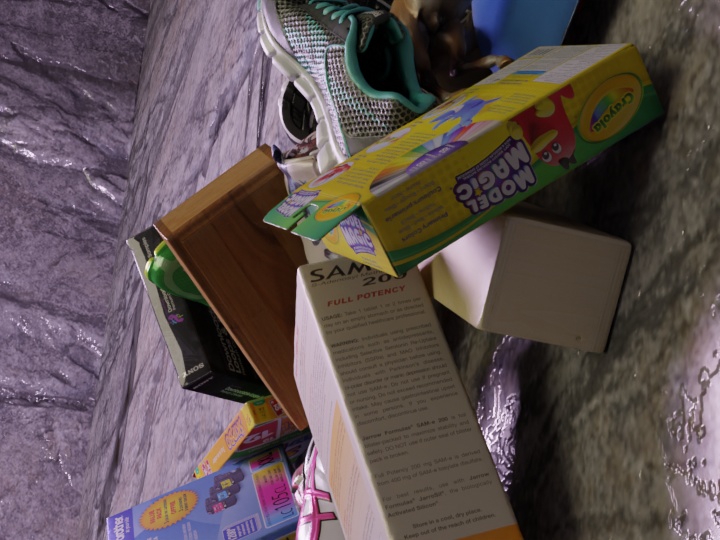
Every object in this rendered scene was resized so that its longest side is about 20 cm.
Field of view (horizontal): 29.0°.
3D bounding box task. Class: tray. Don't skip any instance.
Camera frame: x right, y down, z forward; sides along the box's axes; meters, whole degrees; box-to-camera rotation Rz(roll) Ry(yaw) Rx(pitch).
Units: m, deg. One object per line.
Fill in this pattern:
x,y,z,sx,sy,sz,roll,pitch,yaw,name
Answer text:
-0.056,0.016,1.020,0.099,0.200,0.037,-37,33,-9,tray

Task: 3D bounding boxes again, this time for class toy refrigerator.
0.078,-0.007,0.825,0.200,0.076,0.070,-142,65,-72,toy refrigerator

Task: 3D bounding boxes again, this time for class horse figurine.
0.063,-0.174,0.885,0.132,0.050,0.201,35,108,55,horse figurine

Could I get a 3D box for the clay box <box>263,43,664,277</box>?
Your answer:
0.051,-0.057,0.758,0.048,0.200,0.115,61,168,-16,clay box

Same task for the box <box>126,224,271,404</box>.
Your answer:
-0.119,0.048,1.221,0.036,0.200,0.143,-30,69,16,box

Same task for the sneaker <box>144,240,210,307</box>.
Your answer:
-0.075,0.018,1.119,0.074,0.200,0.084,-61,28,20,sneaker

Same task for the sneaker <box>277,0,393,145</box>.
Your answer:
0.004,-0.177,1.097,0.200,0.074,0.079,-49,2,-10,sneaker

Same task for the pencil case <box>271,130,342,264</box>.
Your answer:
0.000,0.000,0.954,0.089,0.078,0.201,-43,-60,-66,pencil case

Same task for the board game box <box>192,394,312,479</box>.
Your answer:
-0.081,0.148,1.225,0.030,0.095,0.200,68,152,15,board game box

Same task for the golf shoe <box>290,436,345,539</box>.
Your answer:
-0.008,0.167,1.002,0.200,0.072,0.092,-109,35,-61,golf shoe

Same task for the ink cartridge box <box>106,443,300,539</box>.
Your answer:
-0.133,0.239,1.150,0.136,0.200,0.077,-121,7,-67,ink cartridge box

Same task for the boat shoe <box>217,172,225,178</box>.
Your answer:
-0.080,-0.002,1.236,0.070,0.066,0.201,-86,-17,-64,boat shoe

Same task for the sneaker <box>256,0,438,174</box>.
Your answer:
-0.002,-0.138,0.874,0.200,0.077,0.091,63,144,28,sneaker

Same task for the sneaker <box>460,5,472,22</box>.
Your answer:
0.083,-0.274,1.040,0.080,0.077,0.201,-64,-7,-80,sneaker

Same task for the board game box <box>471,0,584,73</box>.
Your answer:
0.130,-0.213,0.867,0.158,0.039,0.200,-113,35,-53,board game box

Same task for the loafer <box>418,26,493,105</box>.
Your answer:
0.027,-0.093,0.999,0.076,0.068,0.200,-34,-4,-45,loafer

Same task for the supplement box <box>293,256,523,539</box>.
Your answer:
0.021,0.103,0.809,0.126,0.073,0.200,97,158,-56,supplement box
